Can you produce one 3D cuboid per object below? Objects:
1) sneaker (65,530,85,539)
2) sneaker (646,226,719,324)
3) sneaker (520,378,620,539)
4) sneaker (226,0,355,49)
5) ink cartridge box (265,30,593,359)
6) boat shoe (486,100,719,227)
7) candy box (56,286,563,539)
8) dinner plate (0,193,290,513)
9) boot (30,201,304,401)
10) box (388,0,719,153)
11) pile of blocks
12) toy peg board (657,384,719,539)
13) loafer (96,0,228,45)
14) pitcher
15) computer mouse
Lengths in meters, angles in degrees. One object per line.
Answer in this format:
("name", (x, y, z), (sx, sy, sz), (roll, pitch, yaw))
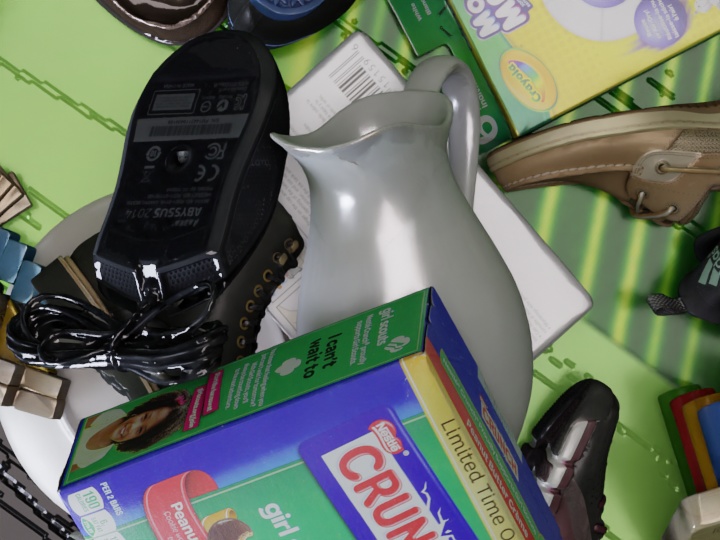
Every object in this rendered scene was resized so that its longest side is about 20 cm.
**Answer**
("sneaker", (-0.061, 0.153, 1.436), (0.199, 0.072, 0.083), (12, 77, -7))
("sneaker", (0.214, -0.016, 1.387), (0.139, 0.200, 0.078), (-21, 46, 4))
("sneaker", (0.124, 0.166, 1.438), (0.115, 0.076, 0.201), (24, 100, -7))
("sneaker", (0.000, -0.195, 1.430), (0.200, 0.078, 0.070), (-41, 89, -22))
("ink cartridge box", (0.000, 0.000, 1.440), (0.173, 0.044, 0.200), (-41, 92, 0))
("boat shoe", (0.169, -0.057, 1.430), (0.199, 0.071, 0.065), (-8, 90, -3))
("candy box", (-0.020, 0.122, 1.289), (0.199, 0.077, 0.170), (-22, 115, 14))
("dinner plate", (-0.105, 0.053, 1.448), (0.199, 0.024, 0.202), (0, 91, -2))
("boot", (-0.060, 0.040, 1.380), (0.138, 0.077, 0.200), (-39, 89, -6))
("box", (0.122, -0.156, 1.441), (0.199, 0.048, 0.118), (-28, 91, 1))
("pile of blocks", (-0.212, -0.010, 1.411), (0.082, 0.062, 0.201), (-35, 84, 3))
("toy peg board", (0.247, 0.079, 1.381), (0.199, 0.199, 0.098), (-16, 76, -1))
("loafer", (-0.146, -0.206, 1.419), (0.073, 0.071, 0.200), (-40, 92, -1))
("pitcher", (0.033, -0.001, 1.366), (0.121, 0.171, 0.201), (0, 112, 31))
("computer mouse", (-0.090, -0.028, 1.337), (0.138, 0.053, 0.201), (4, 64, 35))
